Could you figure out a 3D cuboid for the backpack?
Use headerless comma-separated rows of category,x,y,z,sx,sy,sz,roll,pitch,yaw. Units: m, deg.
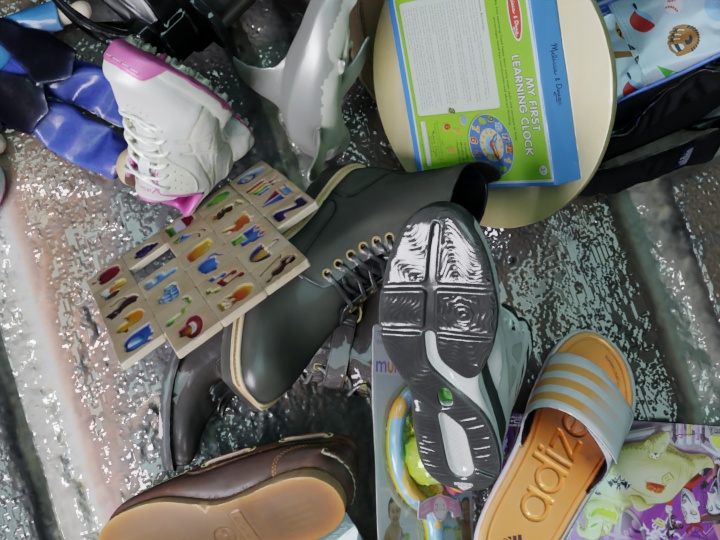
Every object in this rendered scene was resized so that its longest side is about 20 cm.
backpack,0.187,-0.147,0.767,0.189,0.200,0.155,-31,74,3

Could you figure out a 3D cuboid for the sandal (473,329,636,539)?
sandal,0.148,0.127,0.742,0.078,0.059,0.208,27,63,7

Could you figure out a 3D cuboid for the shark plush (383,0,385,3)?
shark plush,0.047,-0.290,0.819,0.082,0.091,0.204,1,76,-18

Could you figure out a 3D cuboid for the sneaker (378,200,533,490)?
sneaker,0.067,0.031,0.683,0.074,0.116,0.203,3,121,20

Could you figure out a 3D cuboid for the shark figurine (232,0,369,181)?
shark figurine,-0.042,-0.155,0.721,0.088,0.217,0.129,17,39,8

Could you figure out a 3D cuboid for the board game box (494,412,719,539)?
board game box,0.199,0.174,0.793,0.196,0.032,0.122,4,85,-4

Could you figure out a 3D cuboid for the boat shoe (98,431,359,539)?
boat shoe,-0.090,0.166,0.739,0.197,0.071,0.071,-16,113,18

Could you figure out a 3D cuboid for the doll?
doll,-0.241,-0.146,0.797,0.198,0.048,0.138,27,86,7

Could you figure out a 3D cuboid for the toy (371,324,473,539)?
toy,0.060,0.143,0.745,0.047,0.114,0.204,-5,81,39

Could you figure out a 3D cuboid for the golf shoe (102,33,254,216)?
golf shoe,-0.132,-0.092,0.724,0.075,0.200,0.092,30,86,15

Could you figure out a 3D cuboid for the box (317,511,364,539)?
box,-0.029,0.291,0.744,0.156,0.050,0.202,-30,84,-9

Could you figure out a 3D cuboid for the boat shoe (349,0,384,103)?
boat shoe,0.049,-0.139,0.810,0.070,0.065,0.202,-26,84,-8

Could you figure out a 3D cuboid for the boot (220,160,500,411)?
boot,0.000,0.000,0.688,0.078,0.137,0.202,48,54,-37

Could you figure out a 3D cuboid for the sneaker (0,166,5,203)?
sneaker,-0.362,-0.096,0.759,0.197,0.088,0.083,19,80,-1

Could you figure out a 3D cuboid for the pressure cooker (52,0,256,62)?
pressure cooker,-0.143,-0.254,0.754,0.200,0.176,0.179,-45,118,-7

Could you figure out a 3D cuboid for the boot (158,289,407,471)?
boot,-0.047,0.069,0.768,0.171,0.069,0.203,18,78,-1

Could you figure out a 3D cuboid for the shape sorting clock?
shape sorting clock,0.087,-0.129,0.713,0.039,0.199,0.202,-21,81,-40

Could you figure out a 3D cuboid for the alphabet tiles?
alphabet tiles,-0.106,-0.007,0.723,0.166,0.200,0.008,-35,118,-8
